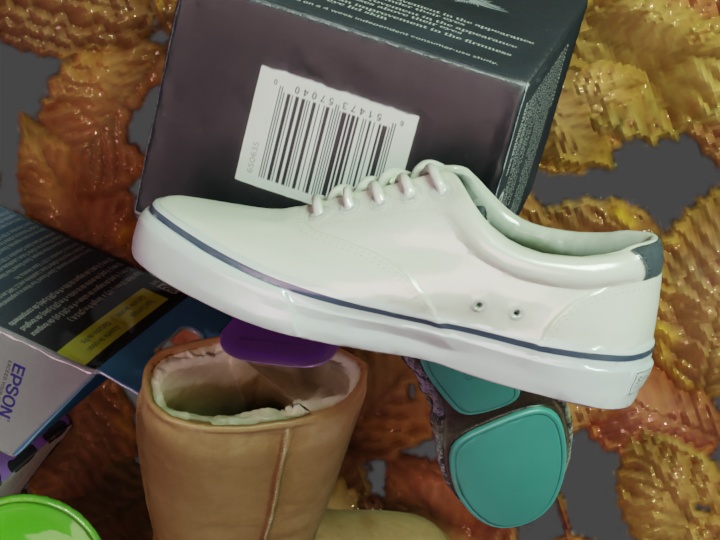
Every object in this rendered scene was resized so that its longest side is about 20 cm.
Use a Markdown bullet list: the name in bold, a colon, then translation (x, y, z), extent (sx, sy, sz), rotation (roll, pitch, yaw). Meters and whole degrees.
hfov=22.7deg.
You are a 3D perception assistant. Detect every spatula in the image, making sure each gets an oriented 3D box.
- **spatula**: translation (0.000, 0.000, 0.810), extent (0.056, 0.200, 0.021), rotation (4, 108, 24)

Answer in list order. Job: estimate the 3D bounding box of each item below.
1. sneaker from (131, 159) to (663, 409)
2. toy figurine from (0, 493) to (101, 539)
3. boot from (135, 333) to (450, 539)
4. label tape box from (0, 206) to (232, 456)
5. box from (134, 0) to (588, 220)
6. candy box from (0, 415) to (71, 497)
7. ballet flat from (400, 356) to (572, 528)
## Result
- **sneaker**: translation (0.016, -0.008, 0.666), extent (0.198, 0.073, 0.071), rotation (13, 103, 1)
- **toy figurine**: translation (-0.165, 0.207, 0.924), extent (0.149, 0.184, 0.202), rotation (-10, 91, -10)
- **boot**: translation (-0.021, 0.105, 0.838), extent (0.174, 0.066, 0.201), rotation (-8, 143, -17)
- **label tape box**: translation (-0.167, 0.031, 0.889), extent (0.199, 0.143, 0.067), rotation (25, 109, 6)
- **box**: translation (0.008, -0.076, 0.786), extent (0.147, 0.200, 0.105), rotation (19, 111, 9)
- **candy box**: translation (-0.262, 0.079, 0.897), extent (0.168, 0.200, 0.072), rotation (40, 110, 1)
- **ballet flat**: translation (0.060, 0.051, 0.859), extent (0.071, 0.073, 0.201), rotation (-1, 146, 14)
